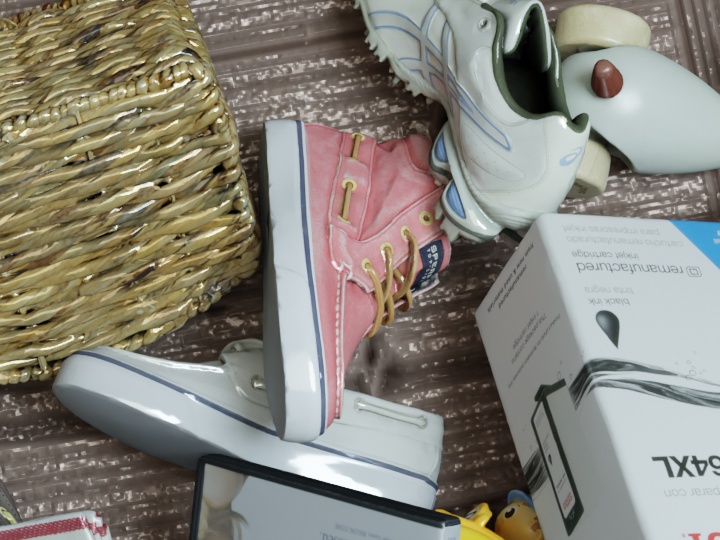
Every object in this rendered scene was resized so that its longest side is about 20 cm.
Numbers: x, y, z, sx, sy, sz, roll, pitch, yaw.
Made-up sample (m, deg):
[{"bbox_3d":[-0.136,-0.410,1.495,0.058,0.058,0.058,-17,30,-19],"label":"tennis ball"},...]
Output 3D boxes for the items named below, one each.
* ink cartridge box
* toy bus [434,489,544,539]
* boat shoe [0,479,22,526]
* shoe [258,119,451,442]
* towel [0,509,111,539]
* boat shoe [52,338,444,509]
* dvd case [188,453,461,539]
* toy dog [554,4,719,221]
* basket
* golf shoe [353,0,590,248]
[{"bbox_3d":[0.153,0.079,0.927,0.145,0.084,0.200,2,51,-25],"label":"ink cartridge box"},{"bbox_3d":[0.113,0.162,0.974,0.200,0.136,0.192,40,69,5],"label":"toy bus"},{"bbox_3d":[-0.187,0.141,0.972,0.072,0.060,0.200,-30,93,-17],"label":"boat shoe"},{"bbox_3d":[0.000,0.000,0.970,0.091,0.072,0.200,2,42,-7],"label":"shoe"},{"bbox_3d":[-0.160,0.216,0.937,0.144,0.023,0.201,-12,97,14],"label":"towel"},{"bbox_3d":[-0.049,0.066,0.988,0.199,0.072,0.066,19,70,-14],"label":"boat shoe"},{"bbox_3d":[-0.028,0.194,0.919,0.142,0.018,0.201,10,97,35],"label":"dvd case"},{"bbox_3d":[0.175,-0.078,1.016,0.199,0.096,0.132,-7,84,-4],"label":"toy dog"},{"bbox_3d":[-0.157,-0.040,1.010,0.199,0.149,0.143,-18,118,-5],"label":"basket"},{"bbox_3d":[0.062,-0.110,0.991,0.078,0.097,0.200,-1,54,-33],"label":"golf shoe"}]
